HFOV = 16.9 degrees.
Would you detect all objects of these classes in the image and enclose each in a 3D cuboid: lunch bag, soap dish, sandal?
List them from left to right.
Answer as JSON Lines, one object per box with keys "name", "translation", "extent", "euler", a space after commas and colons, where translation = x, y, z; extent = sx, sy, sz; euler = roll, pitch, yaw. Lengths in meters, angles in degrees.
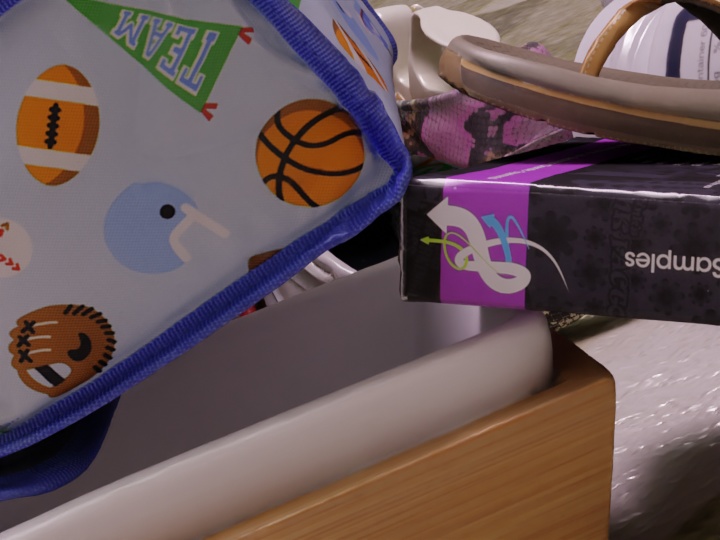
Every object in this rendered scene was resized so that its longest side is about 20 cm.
{"name": "lunch bag", "translation": [-0.090, -0.021, 0.651], "extent": [0.200, 0.124, 0.170], "euler": [-35, 12, 7]}
{"name": "soap dish", "translation": [-0.035, 0.069, 0.660], "extent": [0.200, 0.081, 0.157], "euler": [-23, 11, -6]}
{"name": "sandal", "translation": [0.120, -0.060, 0.662], "extent": [0.200, 0.054, 0.080], "euler": [1, 7, -3]}

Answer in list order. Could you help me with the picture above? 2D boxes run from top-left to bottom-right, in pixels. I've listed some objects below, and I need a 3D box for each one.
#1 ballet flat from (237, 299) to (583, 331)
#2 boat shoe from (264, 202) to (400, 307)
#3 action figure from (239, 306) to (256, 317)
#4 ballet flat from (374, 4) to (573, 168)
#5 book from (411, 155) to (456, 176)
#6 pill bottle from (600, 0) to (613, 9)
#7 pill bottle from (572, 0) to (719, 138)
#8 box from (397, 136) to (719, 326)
{"name": "ballet flat", "translation": [0.000, 0.000, 0.906], "extent": [0.200, 0.068, 0.075], "euler": [-3, -6, 44]}
{"name": "boat shoe", "translation": [-0.020, -0.031, 0.823], "extent": [0.072, 0.066, 0.200], "euler": [-6, 37, -15]}
{"name": "action figure", "translation": [-0.065, 0.033, 0.858], "extent": [0.065, 0.099, 0.200], "euler": [-25, 14, -9]}
{"name": "ballet flat", "translation": [0.030, -0.075, 1.008], "extent": [0.069, 0.071, 0.200], "euler": [-22, 15, -25]}
{"name": "book", "translation": [0.081, -0.042, 1.065], "extent": [0.133, 0.048, 0.200], "euler": [-9, 15, 31]}
{"name": "pill bottle", "translation": [0.223, -0.168, 1.176], "extent": [0.200, 0.120, 0.120], "euler": [-11, 16, 40]}
{"name": "pill bottle", "translation": [0.168, -0.062, 0.806], "extent": [0.116, 0.116, 0.200], "euler": [-29, 14, -33]}
{"name": "box", "translation": [0.128, -0.008, 0.617], "extent": [0.200, 0.036, 0.143], "euler": [3, 8, 22]}
